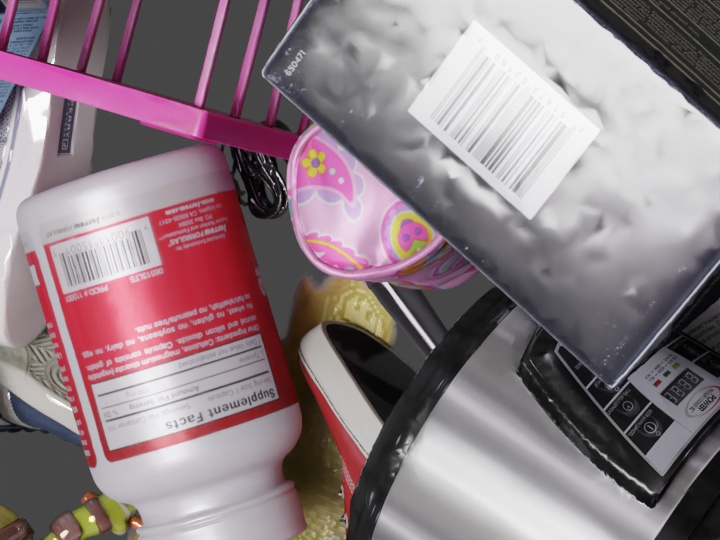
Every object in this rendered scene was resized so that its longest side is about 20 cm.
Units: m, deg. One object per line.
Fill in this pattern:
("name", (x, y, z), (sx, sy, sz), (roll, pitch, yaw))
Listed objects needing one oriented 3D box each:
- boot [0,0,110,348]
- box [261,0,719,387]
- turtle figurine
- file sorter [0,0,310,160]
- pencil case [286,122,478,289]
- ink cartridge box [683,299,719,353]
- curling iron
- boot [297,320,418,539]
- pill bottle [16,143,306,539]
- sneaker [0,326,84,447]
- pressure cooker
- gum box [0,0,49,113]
("boot", (-0.192, -0.065, 1.486), (0.090, 0.073, 0.202), (12, 92, 25))
("box", (0.098, -0.077, 1.203), (0.200, 0.198, 0.123), (42, 116, 9))
("turtle figurine", (-0.207, 0.141, 1.445), (0.199, 0.064, 0.162), (-28, 93, -5))
("file sorter", (-0.086, -0.131, 1.350), (0.138, 0.200, 0.126), (16, 93, 18))
("pencil case", (0.019, -0.034, 1.334), (0.087, 0.200, 0.088), (0, 87, 10))
("ink cartridge box", (0.163, -0.056, 1.337), (0.146, 0.083, 0.201), (-33, 89, 25))
("curling iron", (0.000, 0.000, 1.447), (0.200, 0.026, 0.050), (46, 111, 8))
("boot", (0.000, 0.135, 1.426), (0.145, 0.072, 0.200), (-52, 54, 26))
("pill bottle", (-0.094, 0.046, 1.423), (0.112, 0.112, 0.201), (-16, 91, 24))
("sneaker", (-0.192, 0.063, 1.522), (0.199, 0.075, 0.085), (25, 128, 12))
("pressure cooker", (0.116, 0.115, 1.251), (0.199, 0.179, 0.176), (34, 91, 20))
("gum box", (-0.253, -0.114, 1.465), (0.170, 0.044, 0.201), (51, 127, 27))
